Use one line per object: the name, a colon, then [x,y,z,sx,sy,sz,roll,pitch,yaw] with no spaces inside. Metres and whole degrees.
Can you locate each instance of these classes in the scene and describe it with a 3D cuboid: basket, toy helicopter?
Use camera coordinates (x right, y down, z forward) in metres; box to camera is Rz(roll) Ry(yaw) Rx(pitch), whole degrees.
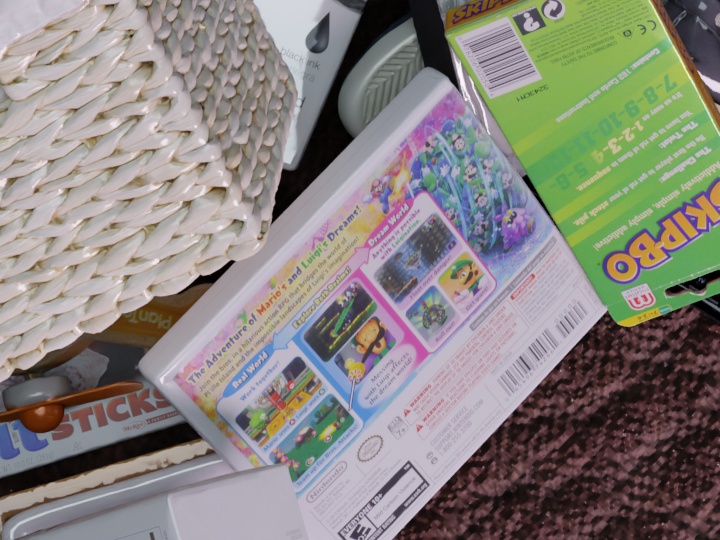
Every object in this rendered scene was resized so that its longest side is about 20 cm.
basket: [-0.145,-0.072,1.153,0.198,0.200,0.161,-26,110,14]
toy helicopter: [-0.137,0.026,1.301,0.199,0.079,0.133,11,90,31]

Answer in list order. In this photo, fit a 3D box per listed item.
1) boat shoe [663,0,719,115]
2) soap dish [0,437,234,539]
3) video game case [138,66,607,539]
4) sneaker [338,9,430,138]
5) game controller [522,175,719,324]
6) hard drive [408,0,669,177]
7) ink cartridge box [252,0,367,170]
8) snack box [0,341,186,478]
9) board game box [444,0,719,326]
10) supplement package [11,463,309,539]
boat shoe: [0.222,-0.085,1.321,0.200,0.073,0.063,23,98,-29]
soap dish: [-0.090,0.192,1.334,0.157,0.081,0.201,-16,88,-2]
video game case: [0.012,0.030,1.274,0.200,0.024,0.182,-46,129,-8]
sneaker: [0.060,-0.136,1.344,0.200,0.084,0.075,-36,126,-15]
game controller: [0.155,-0.046,1.357,0.200,0.042,0.104,32,53,0]
hard drive: [0.088,-0.153,1.277,0.139,0.038,0.201,-28,123,-20]
ink cartridge box: [-0.060,-0.170,1.284,0.146,0.086,0.201,22,98,-6]
snack box: [-0.187,0.071,1.363,0.199,0.024,0.072,-17,87,-2]
board game box: [0.127,-0.061,1.266,0.095,0.030,0.200,-21,122,19]
supplement package: [-0.126,0.172,1.210,0.199,0.109,0.114,-18,85,27]
